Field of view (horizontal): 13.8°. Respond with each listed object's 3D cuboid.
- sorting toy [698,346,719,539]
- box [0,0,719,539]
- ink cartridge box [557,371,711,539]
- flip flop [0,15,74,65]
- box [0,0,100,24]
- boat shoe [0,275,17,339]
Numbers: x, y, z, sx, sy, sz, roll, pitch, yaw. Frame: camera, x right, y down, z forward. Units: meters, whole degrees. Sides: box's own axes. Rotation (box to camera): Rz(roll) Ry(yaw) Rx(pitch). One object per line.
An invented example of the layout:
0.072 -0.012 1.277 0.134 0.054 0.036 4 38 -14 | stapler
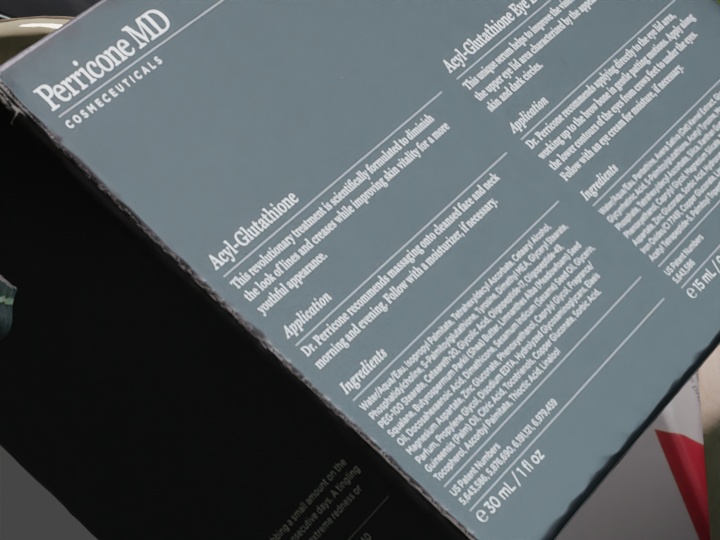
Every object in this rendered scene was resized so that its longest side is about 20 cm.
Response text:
0.179 0.102 0.755 0.200 0.070 0.199 38 33 -28 | sorting toy
0.009 -0.012 0.651 0.141 0.079 0.200 46 40 3 | box
0.116 0.051 0.868 0.200 0.083 0.146 -9 74 -52 | ink cartridge box
-0.040 0.015 0.702 0.200 0.081 0.058 50 17 17 | flip flop
-0.077 -0.065 0.847 0.160 0.044 0.200 19 15 -15 | box
-0.132 -0.059 0.549 0.200 0.068 0.072 45 2 10 | boat shoe
